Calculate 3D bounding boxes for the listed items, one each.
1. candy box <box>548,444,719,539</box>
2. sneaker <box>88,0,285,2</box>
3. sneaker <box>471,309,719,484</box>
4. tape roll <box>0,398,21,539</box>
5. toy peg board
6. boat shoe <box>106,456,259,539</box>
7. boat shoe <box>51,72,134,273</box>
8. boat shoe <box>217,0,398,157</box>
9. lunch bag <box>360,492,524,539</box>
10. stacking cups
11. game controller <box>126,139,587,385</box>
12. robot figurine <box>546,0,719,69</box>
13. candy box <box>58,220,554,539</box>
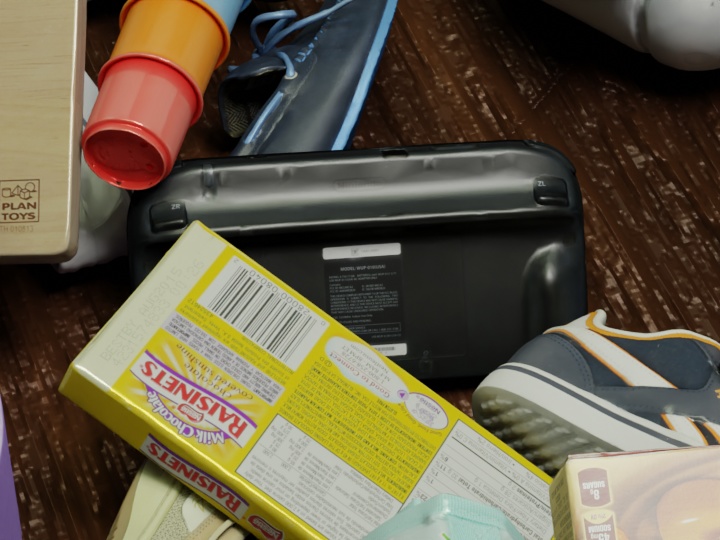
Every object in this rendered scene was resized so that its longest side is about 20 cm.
[{"bbox_3d":[0.139,0.165,0.929,0.115,0.055,0.201,-5,74,-5],"label":"candy box"},{"bbox_3d":[-0.117,-0.158,1.256,0.200,0.060,0.104,23,41,38],"label":"sneaker"},{"bbox_3d":[0.146,0.079,1.043,0.200,0.079,0.079,33,56,25],"label":"sneaker"},{"bbox_3d":[-0.238,0.094,1.022,0.199,0.085,0.200,1,47,-1],"label":"tape roll"},{"bbox_3d":[-0.211,-0.093,1.126,0.199,0.098,0.200,-1,79,7],"label":"toy peg board"},{"bbox_3d":[-0.078,0.145,0.988,0.063,0.073,0.201,14,40,8],"label":"boat shoe"},{"bbox_3d":[-0.165,-0.076,1.183,0.065,0.074,0.200,-25,52,-27],"label":"boat shoe"},{"bbox_3d":[-0.034,-0.078,1.177,0.068,0.084,0.200,21,48,0],"label":"boat shoe"},{"bbox_3d":[0.026,0.195,0.855,0.122,0.200,0.171,1,49,0],"label":"lunch bag"},{"bbox_3d":[-0.081,-0.118,1.130,0.060,0.061,0.200,12,50,10],"label":"stacking cups"},{"bbox_3d":[0.000,0.000,1.106,0.199,0.105,0.042,-3,12,-6],"label":"game controller"},{"bbox_3d":[0.135,-0.170,1.233,0.200,0.113,0.170,30,36,24],"label":"robot figurine"},{"bbox_3d":[-0.013,0.071,1.030,0.200,0.026,0.102,36,49,2],"label":"candy box"}]
